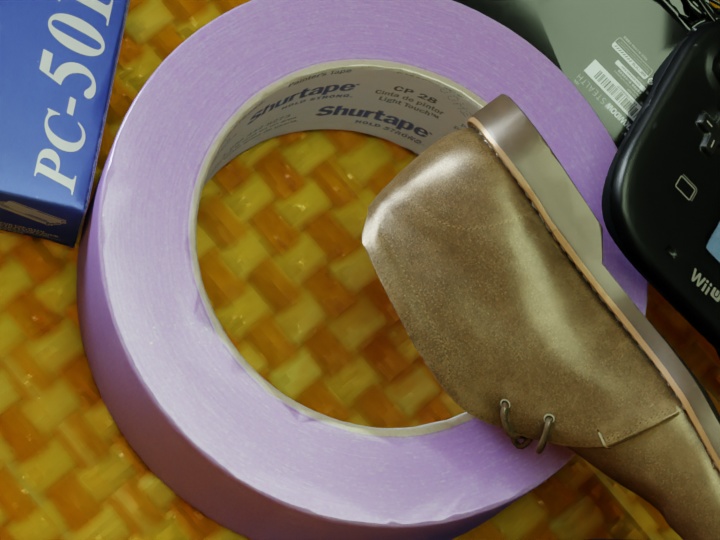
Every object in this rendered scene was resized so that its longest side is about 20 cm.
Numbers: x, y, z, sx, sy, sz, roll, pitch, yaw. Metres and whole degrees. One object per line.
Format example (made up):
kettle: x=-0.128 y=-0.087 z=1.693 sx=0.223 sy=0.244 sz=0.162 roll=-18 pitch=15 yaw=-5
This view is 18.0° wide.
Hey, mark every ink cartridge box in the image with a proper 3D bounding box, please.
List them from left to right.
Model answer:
ink cartridge box: x=-0.129 y=-0.116 z=0.838 sx=0.094 sy=0.044 sz=0.201 roll=12 pitch=70 yaw=-9

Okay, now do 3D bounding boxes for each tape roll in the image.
tape roll: x=0.000 y=0.000 z=0.823 sx=0.199 sy=0.066 sz=0.201 roll=4 pitch=73 yaw=-13

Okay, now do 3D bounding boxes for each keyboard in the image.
keyboard: x=0.112 y=-0.076 z=0.901 sx=0.104 sy=0.040 sz=0.200 roll=-44 pitch=88 yaw=1

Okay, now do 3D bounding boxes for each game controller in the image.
game controller: x=0.168 y=0.002 z=0.842 sx=0.200 sy=0.042 sz=0.105 roll=42 pitch=55 yaw=-23

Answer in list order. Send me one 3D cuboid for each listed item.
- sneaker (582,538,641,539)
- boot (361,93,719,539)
sneaker: x=0.035 y=0.124 z=0.779 sx=0.199 sy=0.088 sz=0.076 roll=-11 pitch=76 yaw=-17
boot: x=0.074 y=0.043 z=0.767 sx=0.075 sy=0.074 sz=0.200 roll=-34 pitch=79 yaw=-3
